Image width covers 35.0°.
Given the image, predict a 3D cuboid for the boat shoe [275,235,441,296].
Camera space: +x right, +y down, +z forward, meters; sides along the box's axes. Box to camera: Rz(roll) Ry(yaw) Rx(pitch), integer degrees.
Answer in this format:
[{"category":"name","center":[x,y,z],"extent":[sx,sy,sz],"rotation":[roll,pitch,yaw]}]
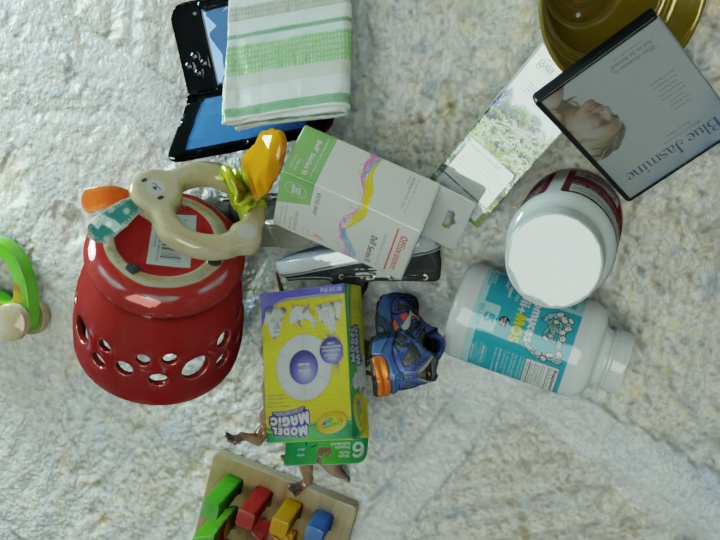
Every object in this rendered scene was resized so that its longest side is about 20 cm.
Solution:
[{"category":"boat shoe","center":[0.000,0.000,1.333],"extent":[0.198,0.070,0.067],"rotation":[-9,101,10]}]

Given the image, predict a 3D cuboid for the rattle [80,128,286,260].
[{"category":"rattle","center":[-0.191,-0.090,1.196],"extent":[0.198,0.143,0.131],"rotation":[13,69,-9]}]

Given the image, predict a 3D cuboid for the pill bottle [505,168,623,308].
[{"category":"pill bottle","center":[0.212,-0.034,1.186],"extent":[0.113,0.200,0.115],"rotation":[4,106,15]}]

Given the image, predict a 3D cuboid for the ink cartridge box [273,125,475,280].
[{"category":"ink cartridge box","center":[0.012,-0.062,1.224],"extent":[0.199,0.068,0.117],"rotation":[23,152,3]}]

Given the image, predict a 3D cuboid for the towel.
[{"category":"towel","center":[-0.076,-0.253,1.243],"extent":[0.148,0.031,0.202],"rotation":[-4,71,17]}]

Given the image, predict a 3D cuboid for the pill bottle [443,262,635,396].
[{"category":"pill bottle","center":[0.199,0.071,1.267],"extent":[0.199,0.111,0.112],"rotation":[18,109,10]}]

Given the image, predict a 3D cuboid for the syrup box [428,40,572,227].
[{"category":"syrup box","center":[0.166,-0.150,1.231],"extent":[0.079,0.081,0.200],"rotation":[40,111,1]}]

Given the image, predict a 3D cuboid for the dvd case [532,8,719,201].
[{"category":"dvd case","center":[0.284,-0.161,1.163],"extent":[0.142,0.018,0.200],"rotation":[-35,133,21]}]

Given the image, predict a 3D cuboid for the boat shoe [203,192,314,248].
[{"category":"boat shoe","center":[-0.137,-0.062,1.365],"extent":[0.198,0.057,0.067],"rotation":[3,141,19]}]

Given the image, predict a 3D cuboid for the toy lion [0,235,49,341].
[{"category":"toy lion","center":[-0.519,0.003,1.489],"extent":[0.199,0.069,0.193],"rotation":[-8,95,18]}]

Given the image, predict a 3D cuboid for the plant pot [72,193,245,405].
[{"category":"plant pot","center":[-0.230,0.023,1.300],"extent":[0.199,0.201,0.183],"rotation":[22,139,9]}]

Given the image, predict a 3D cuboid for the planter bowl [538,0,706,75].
[{"category":"planter bowl","center":[0.246,-0.289,1.150],"extent":[0.199,0.083,0.202],"rotation":[-10,116,-20]}]

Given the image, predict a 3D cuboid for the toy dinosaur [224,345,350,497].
[{"category":"toy dinosaur","center":[-0.070,0.184,1.394],"extent":[0.200,0.086,0.136],"rotation":[42,105,-4]}]

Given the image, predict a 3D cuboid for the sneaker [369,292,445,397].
[{"category":"sneaker","center":[0.056,0.083,1.267],"extent":[0.078,0.200,0.076],"rotation":[-2,114,6]}]

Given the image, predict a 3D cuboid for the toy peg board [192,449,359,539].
[{"category":"toy peg board","center":[-0.129,0.365,1.449],"extent":[0.198,0.098,0.201],"rotation":[19,110,11]}]

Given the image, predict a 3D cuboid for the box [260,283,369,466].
[{"category":"box","center":[-0.053,0.121,1.299],"extent":[0.117,0.048,0.202],"rotation":[-8,83,27]}]

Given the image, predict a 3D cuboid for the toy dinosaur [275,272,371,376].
[{"category":"toy dinosaur","center":[-0.031,0.090,1.368],"extent":[0.199,0.107,0.061],"rotation":[20,140,7]}]

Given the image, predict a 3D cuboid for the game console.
[{"category":"game console","center":[-0.126,-0.229,1.276],"extent":[0.199,0.119,0.174],"rotation":[-8,103,18]}]
